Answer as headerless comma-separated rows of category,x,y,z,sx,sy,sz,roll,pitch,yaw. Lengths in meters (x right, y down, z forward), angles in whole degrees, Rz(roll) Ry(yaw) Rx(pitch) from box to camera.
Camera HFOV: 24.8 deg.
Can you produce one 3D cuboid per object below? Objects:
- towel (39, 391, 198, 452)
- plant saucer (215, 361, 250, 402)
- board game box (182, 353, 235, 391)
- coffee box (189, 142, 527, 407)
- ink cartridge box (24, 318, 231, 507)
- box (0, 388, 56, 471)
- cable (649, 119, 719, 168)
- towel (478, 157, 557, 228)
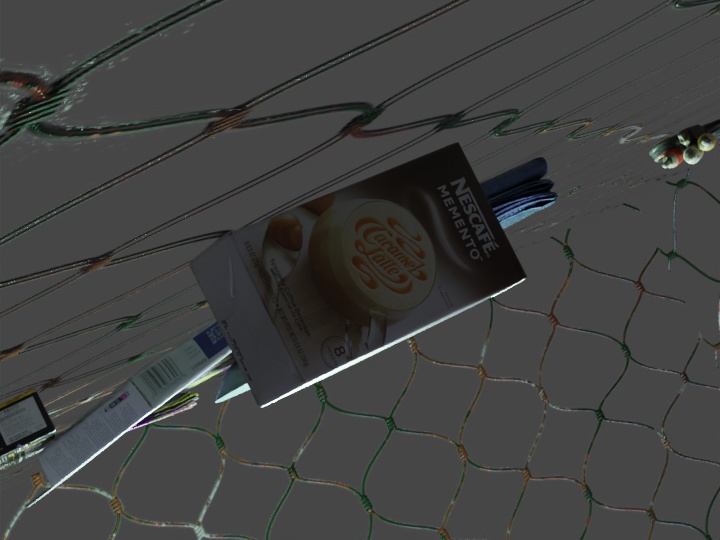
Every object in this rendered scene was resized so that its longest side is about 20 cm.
towel,-0.322,0.198,2.123,0.143,0.023,0.200,-12,-177,43
plant saucer,-0.102,0.108,2.080,0.201,0.039,0.201,-27,175,-3
board game box,-0.182,0.114,2.093,0.200,0.032,0.120,-29,179,30
coffee box,0.000,0.000,1.136,0.200,0.115,0.080,-25,176,-32
ink cartridge box,-0.228,0.133,1.607,0.200,0.043,0.196,-36,-178,29
box,-0.370,0.174,1.544,0.160,0.049,0.200,-27,176,-14
cable,0.470,-0.175,2.269,0.097,0.050,0.200,-27,175,34
towel,0.092,-0.044,1.606,0.200,0.049,0.112,-25,177,-16
